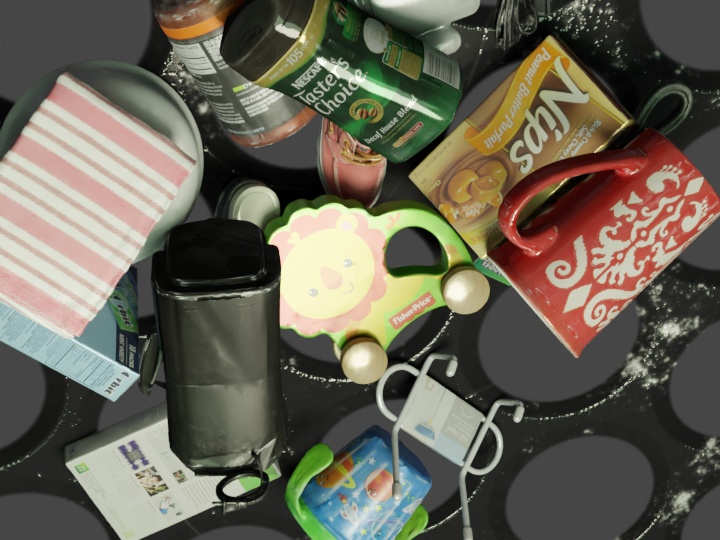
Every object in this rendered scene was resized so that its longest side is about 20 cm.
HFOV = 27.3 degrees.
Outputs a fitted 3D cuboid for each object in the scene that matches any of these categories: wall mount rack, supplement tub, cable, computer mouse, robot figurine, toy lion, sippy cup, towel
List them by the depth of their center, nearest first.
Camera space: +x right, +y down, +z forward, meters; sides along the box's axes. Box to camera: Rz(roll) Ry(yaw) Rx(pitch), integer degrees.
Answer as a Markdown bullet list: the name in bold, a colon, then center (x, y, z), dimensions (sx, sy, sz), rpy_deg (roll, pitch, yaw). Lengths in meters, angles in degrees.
- **towel**: center (-0.257, -0.056, 1.301), dimensions (0.146, 0.030, 0.200), rpy_deg (35, 89, -21)
- **robot figurine**: center (0.031, -0.266, 1.334), dimensions (0.199, 0.113, 0.170), rpy_deg (-21, 92, 1)
- **supplement tub**: center (-0.116, -0.217, 1.338), dimensions (0.107, 0.107, 0.200), rpy_deg (-27, 125, 6)
- **computer mouse**: center (0.185, -0.292, 1.351), dimensions (0.200, 0.053, 0.139), rpy_deg (-28, 145, -38)
- **toy lion**: center (0.000, 0.000, 1.467), dimensions (0.200, 0.069, 0.192), rpy_deg (-34, 114, 2)
- **cable**: center (0.254, -0.109, 1.493), dimensions (0.097, 0.050, 0.201), rpy_deg (21, 104, -12)
- **wall mount rack**: center (0.095, 0.194, 1.640), dimensions (0.200, 0.074, 0.174), rpy_deg (35, 73, -30)
- **sippy cup**: center (0.006, 0.251, 1.671), dimensions (0.130, 0.178, 0.140), rpy_deg (-46, 78, 6)

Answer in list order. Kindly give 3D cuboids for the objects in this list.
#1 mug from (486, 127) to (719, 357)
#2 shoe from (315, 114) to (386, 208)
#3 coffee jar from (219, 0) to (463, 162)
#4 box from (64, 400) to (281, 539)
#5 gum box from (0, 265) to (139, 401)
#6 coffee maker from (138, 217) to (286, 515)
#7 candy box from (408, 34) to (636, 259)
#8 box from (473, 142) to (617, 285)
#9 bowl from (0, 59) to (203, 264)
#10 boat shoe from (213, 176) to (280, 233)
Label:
- **mug**: center (0.232, -0.036, 1.404), dimensions (0.200, 0.134, 0.178), rpy_deg (-41, 156, 3)
- **shoe**: center (-0.002, -0.126, 1.432), dimensions (0.071, 0.091, 0.201), rpy_deg (-5, 124, -9)
- **coffee jar**: center (-0.017, -0.178, 1.269), dimensions (0.199, 0.086, 0.104), rpy_deg (27, 139, -25)
- **box**: center (-0.207, 0.212, 1.648), dimensions (0.199, 0.036, 0.145), rpy_deg (-23, 125, 5)
- **gum box**: center (-0.302, 0.014, 1.409), dimensions (0.200, 0.170, 0.045), rpy_deg (34, 115, -29)
- **coffee maker**: center (-0.120, 0.078, 1.368), dimensions (0.134, 0.192, 0.201), rpy_deg (-18, 127, -24)
- **candy box**: center (0.159, -0.120, 1.460), dimensions (0.200, 0.055, 0.116), rpy_deg (-44, 80, 16)
- **box**: center (0.209, -0.065, 1.549), dimensions (0.117, 0.048, 0.200), rpy_deg (24, 113, -26)
- **bowl**: center (-0.231, -0.090, 1.364), dimensions (0.200, 0.090, 0.202), rpy_deg (-5, 103, -20)
- **boat shoe**: center (-0.124, 0.003, 1.488), dimensions (0.072, 0.062, 0.201), rpy_deg (0, 111, -28)
